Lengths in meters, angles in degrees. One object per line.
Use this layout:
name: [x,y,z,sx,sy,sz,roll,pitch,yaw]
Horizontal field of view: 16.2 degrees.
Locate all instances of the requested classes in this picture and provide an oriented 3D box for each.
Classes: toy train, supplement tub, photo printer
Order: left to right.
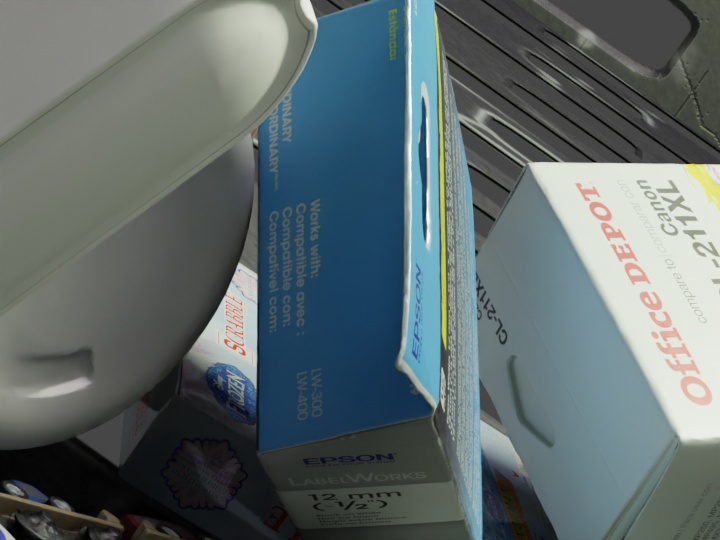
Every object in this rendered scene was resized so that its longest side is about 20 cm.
photo printer: [-0.122,-0.062,0.672,0.166,0.200,0.070,46,-13,33]
supplement tub: [-0.145,-0.045,0.815,0.200,0.145,0.145,32,8,41]
toy train: [-0.059,0.098,0.808,0.200,0.034,0.046,22,15,-47]

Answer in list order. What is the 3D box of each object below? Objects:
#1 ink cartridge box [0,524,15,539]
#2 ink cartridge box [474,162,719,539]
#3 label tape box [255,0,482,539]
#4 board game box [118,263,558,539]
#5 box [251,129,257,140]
ink cartridge box: [-0.212,0.028,0.660,0.198,0.047,0.200,43,17,24]
ink cartridge box: [0.157,0.035,0.982,0.200,0.083,0.146,-1,47,-29]
label tape box: [0.000,0.000,0.812,0.066,0.144,0.200,-4,-22,8]
board game box: [-0.001,0.079,0.996,0.199,0.041,0.200,34,13,-12]
box: [-0.097,-0.052,1.080,0.075,0.100,0.200,40,12,-8]
